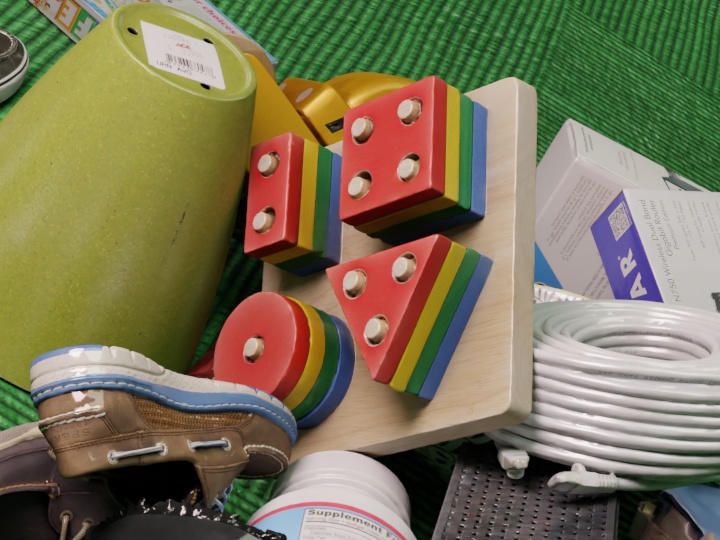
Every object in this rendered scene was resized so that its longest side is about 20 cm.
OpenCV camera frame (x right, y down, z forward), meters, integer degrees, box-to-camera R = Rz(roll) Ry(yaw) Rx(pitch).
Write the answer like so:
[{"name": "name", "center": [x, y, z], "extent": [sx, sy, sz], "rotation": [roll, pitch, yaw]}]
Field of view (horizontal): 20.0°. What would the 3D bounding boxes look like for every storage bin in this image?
[{"name": "storage bin", "center": [0.086, 0.185, 1.087], "extent": [0.094, 0.135, 0.200], "rotation": [6, 14, 8]}]

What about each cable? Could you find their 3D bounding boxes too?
[{"name": "cable", "center": [0.155, 0.064, 1.161], "extent": [0.200, 0.069, 0.200], "rotation": [0, 13, -17]}]

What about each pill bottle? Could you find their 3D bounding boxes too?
[{"name": "pill bottle", "center": [-0.022, 0.185, 1.070], "extent": [0.109, 0.109, 0.200], "rotation": [27, 29, -9]}]

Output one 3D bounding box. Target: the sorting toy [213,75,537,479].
[{"name": "sorting toy", "center": [0.000, 0.000, 1.151], "extent": [0.070, 0.200, 0.199], "rotation": [24, 60, -41]}]

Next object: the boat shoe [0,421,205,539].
[{"name": "boat shoe", "center": [-0.152, 0.125, 1.074], "extent": [0.200, 0.075, 0.073], "rotation": [-12, 51, -50]}]

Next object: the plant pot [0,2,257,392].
[{"name": "plant pot", "center": [-0.144, -0.052, 1.219], "extent": [0.187, 0.200, 0.187], "rotation": [24, 30, -15]}]

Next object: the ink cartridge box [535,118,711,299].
[{"name": "ink cartridge box", "center": [0.207, 0.002, 1.520], "extent": [0.200, 0.147, 0.086], "rotation": [26, 23, -12]}]

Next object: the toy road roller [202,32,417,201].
[{"name": "toy road roller", "center": [-0.031, -0.097, 1.347], "extent": [0.200, 0.146, 0.123], "rotation": [51, -10, -19]}]

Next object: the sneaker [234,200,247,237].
[{"name": "sneaker", "center": [-0.116, -0.085, 1.430], "extent": [0.200, 0.071, 0.076], "rotation": [26, 14, -25]}]

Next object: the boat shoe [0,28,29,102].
[{"name": "boat shoe", "center": [-0.292, -0.148, 1.361], "extent": [0.071, 0.064, 0.200], "rotation": [44, 31, 20]}]

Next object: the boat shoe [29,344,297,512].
[{"name": "boat shoe", "center": [-0.101, 0.095, 1.060], "extent": [0.200, 0.072, 0.073], "rotation": [22, 57, -53]}]

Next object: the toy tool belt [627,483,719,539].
[{"name": "toy tool belt", "center": [0.228, 0.177, 1.304], "extent": [0.200, 0.123, 0.125], "rotation": [0, 42, -43]}]

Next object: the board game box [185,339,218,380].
[{"name": "board game box", "center": [-0.029, 0.026, 1.325], "extent": [0.200, 0.103, 0.019], "rotation": [-50, 127, -61]}]

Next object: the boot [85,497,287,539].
[{"name": "boot", "center": [-0.077, 0.184, 0.939], "extent": [0.073, 0.198, 0.163], "rotation": [60, 39, -32]}]

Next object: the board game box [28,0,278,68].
[{"name": "board game box", "center": [-0.176, -0.201, 1.581], "extent": [0.200, 0.034, 0.134], "rotation": [42, 31, 17]}]

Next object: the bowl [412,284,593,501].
[{"name": "bowl", "center": [0.096, 0.090, 1.315], "extent": [0.200, 0.094, 0.201], "rotation": [6, 25, -3]}]

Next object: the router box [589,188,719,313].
[{"name": "router box", "center": [0.269, 0.042, 1.384], "extent": [0.179, 0.049, 0.200], "rotation": [1, 57, -29]}]
